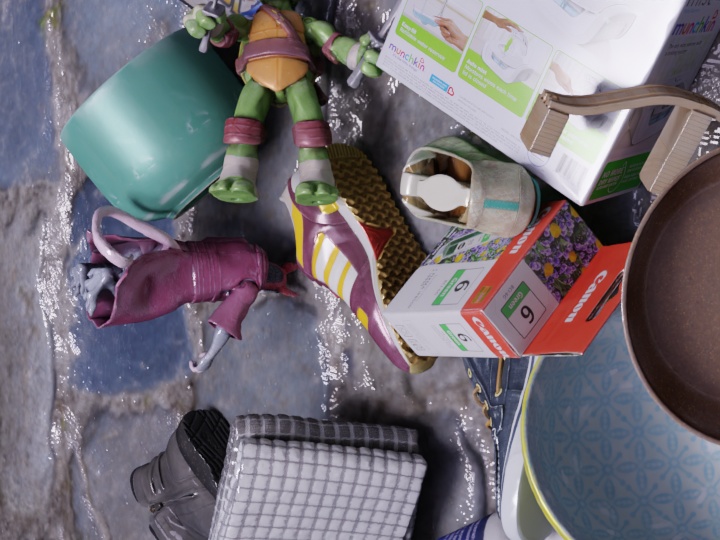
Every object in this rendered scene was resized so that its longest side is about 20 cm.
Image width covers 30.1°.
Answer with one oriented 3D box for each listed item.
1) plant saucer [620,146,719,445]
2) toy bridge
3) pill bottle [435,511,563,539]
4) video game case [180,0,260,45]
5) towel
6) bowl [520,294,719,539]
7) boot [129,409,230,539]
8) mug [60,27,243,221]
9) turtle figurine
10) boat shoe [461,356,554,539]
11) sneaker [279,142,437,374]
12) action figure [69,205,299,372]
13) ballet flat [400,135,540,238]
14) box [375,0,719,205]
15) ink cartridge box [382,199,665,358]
[{"bbox_3d":[0.258,0.014,0.867,0.198,0.037,0.203,-1,97,-8],"label":"plant saucer"},{"bbox_3d":[0.206,-0.082,0.873,0.027,0.198,0.068,-102,32,-60],"label":"toy bridge"},{"bbox_3d":[0.105,0.254,1.038,0.199,0.119,0.121,-31,81,25],"label":"pill bottle"},{"bbox_3d":[-0.118,-0.311,1.148,0.199,0.025,0.182,39,121,25],"label":"video game case"},{"bbox_3d":[-0.045,0.217,1.126,0.086,0.164,0.202,-113,34,-58],"label":"towel"},{"bbox_3d":[0.202,0.124,0.935,0.201,0.199,0.108,56,169,13],"label":"bowl"},{"bbox_3d":[-0.138,0.244,1.272,0.132,0.069,0.201,-50,59,37],"label":"boot"},{"bbox_3d":[-0.161,-0.117,1.160,0.152,0.185,0.115,-40,92,9],"label":"mug"},{"bbox_3d":[-0.059,-0.156,1.019,0.199,0.143,0.197,-9,77,51],"label":"turtle figurine"},{"bbox_3d":[0.117,0.101,1.006,0.090,0.071,0.203,-2,70,44],"label":"boat shoe"},{"bbox_3d":[0.000,0.000,1.105,0.090,0.074,0.202,-36,71,43],"label":"sneaker"},{"bbox_3d":[-0.143,-0.006,1.142,0.150,0.198,0.135,107,152,-42],"label":"action figure"},{"bbox_3d":[0.063,-0.065,0.985,0.200,0.062,0.068,-162,75,-68],"label":"ballet flat"},{"bbox_3d":[0.134,-0.176,0.940,0.199,0.096,0.178,37,119,26],"label":"box"},{"bbox_3d":[0.108,0.006,0.941,0.050,0.109,0.199,47,157,-18],"label":"ink cartridge box"}]
